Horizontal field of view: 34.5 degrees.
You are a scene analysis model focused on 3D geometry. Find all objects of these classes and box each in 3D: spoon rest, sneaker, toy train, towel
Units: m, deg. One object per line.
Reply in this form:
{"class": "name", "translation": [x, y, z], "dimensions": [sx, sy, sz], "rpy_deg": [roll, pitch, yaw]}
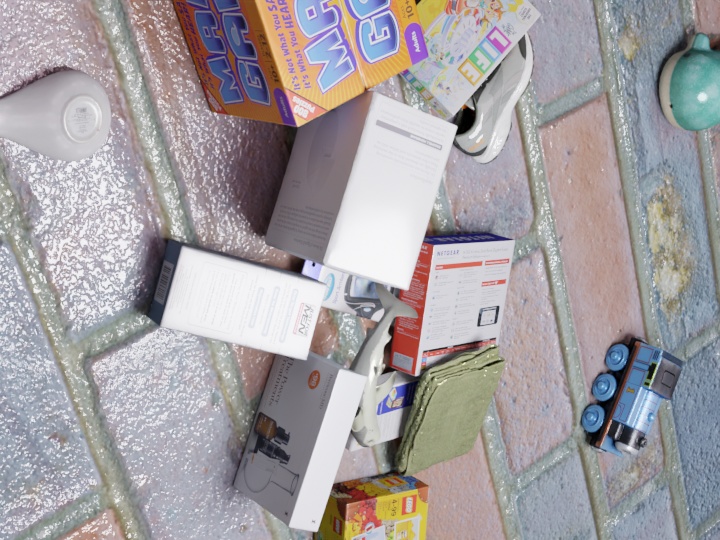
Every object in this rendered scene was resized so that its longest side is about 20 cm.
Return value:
{"class": "spoon rest", "translation": [-0.353, -0.165, 1.251], "dimensions": [0.198, 0.060, 0.101], "rpy_deg": [-11, 109, -48]}
{"class": "sneaker", "translation": [0.181, -0.254, 1.611], "dimensions": [0.078, 0.074, 0.203], "rpy_deg": [19, 89, -31]}
{"class": "toy train", "translation": [0.438, 0.207, 1.881], "dimensions": [0.086, 0.114, 0.203], "rpy_deg": [27, 84, -37]}
{"class": "towel", "translation": [0.124, 0.197, 1.634], "dimensions": [0.147, 0.036, 0.202], "rpy_deg": [-13, 132, -34]}

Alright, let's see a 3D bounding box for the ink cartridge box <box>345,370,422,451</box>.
{"class": "ink cartridge box", "translation": [0.062, 0.185, 1.633], "dimensions": [0.197, 0.037, 0.096], "rpy_deg": [-10, 122, -33]}

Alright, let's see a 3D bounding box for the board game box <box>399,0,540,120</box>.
{"class": "board game box", "translation": [0.132, -0.319, 1.549], "dimensions": [0.134, 0.034, 0.201], "rpy_deg": [43, 73, -9]}

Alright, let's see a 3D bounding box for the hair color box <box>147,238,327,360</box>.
{"class": "hair color box", "translation": [-0.149, 0.037, 1.419], "dimensions": [0.197, 0.060, 0.101], "rpy_deg": [15, 92, -27]}

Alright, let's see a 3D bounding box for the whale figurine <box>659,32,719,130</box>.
{"class": "whale figurine", "translation": [0.571, -0.307, 1.868], "dimensions": [0.199, 0.103, 0.161], "rpy_deg": [-32, 117, -27]}

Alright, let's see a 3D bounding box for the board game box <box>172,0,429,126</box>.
{"class": "board game box", "translation": [-0.077, -0.304, 1.325], "dimensions": [0.199, 0.199, 0.202], "rpy_deg": [-32, 117, -27]}

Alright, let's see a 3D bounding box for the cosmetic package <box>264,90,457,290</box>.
{"class": "cosmetic package", "translation": [-0.004, -0.099, 1.389], "dimensions": [0.121, 0.199, 0.203], "rpy_deg": [18, 91, -26]}

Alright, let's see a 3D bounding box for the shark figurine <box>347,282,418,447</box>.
{"class": "shark figurine", "translation": [-0.004, 0.124, 1.503], "dimensions": [0.128, 0.088, 0.218], "rpy_deg": [1, 103, -65]}

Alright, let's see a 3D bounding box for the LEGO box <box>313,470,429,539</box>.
{"class": "LEGO box", "translation": [0.013, 0.399, 1.632], "dimensions": [0.147, 0.077, 0.204], "rpy_deg": [-4, 103, -35]}

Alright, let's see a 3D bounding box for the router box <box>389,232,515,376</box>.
{"class": "router box", "translation": [0.131, 0.043, 1.623], "dimensions": [0.198, 0.048, 0.183], "rpy_deg": [-4, 106, -50]}

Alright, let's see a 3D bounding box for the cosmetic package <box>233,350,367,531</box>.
{"class": "cosmetic package", "translation": [-0.079, 0.207, 1.473], "dimensions": [0.051, 0.150, 0.203], "rpy_deg": [19, 89, -37]}

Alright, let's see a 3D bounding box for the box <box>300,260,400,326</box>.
{"class": "box", "translation": [0.000, 0.000, 1.556], "dimensions": [0.198, 0.041, 0.121], "rpy_deg": [17, 90, -35]}
